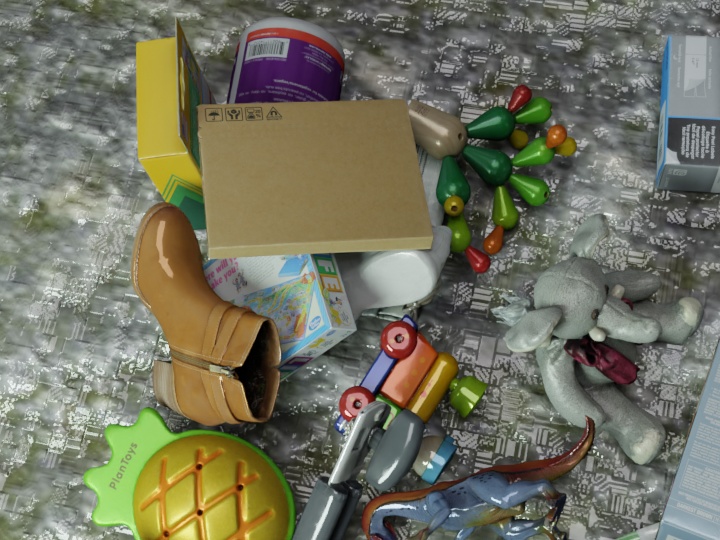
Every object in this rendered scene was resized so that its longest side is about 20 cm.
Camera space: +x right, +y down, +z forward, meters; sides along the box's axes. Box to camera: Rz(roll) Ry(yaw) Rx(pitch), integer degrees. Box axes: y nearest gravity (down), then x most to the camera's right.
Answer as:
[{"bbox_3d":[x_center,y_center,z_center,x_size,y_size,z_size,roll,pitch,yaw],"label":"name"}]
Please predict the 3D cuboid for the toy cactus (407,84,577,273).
[{"bbox_3d":[0.112,-0.111,1.193,0.164,0.102,0.201,32,76,4],"label":"toy cactus"}]

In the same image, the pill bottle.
[{"bbox_3d":[-0.080,-0.138,1.202,0.111,0.113,0.202,5,68,9],"label":"pill bottle"}]

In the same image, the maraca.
[{"bbox_3d":[-0.153,0.206,1.103,0.198,0.107,0.138,25,81,8],"label":"maraca"}]

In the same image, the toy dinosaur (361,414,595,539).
[{"bbox_3d":[0.095,0.214,1.089,0.180,0.106,0.201,12,49,30],"label":"toy dinosaur"}]

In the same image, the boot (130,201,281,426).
[{"bbox_3d":[-0.137,0.039,1.093,0.154,0.076,0.203,1,92,50],"label":"boot"}]

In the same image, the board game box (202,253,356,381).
[{"bbox_3d":[-0.097,0.038,1.140,0.199,0.034,0.136,-35,62,36],"label":"board game box"}]

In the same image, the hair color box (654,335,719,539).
[{"bbox_3d":[0.313,0.151,1.064,0.060,0.099,0.201,19,66,16],"label":"hair color box"}]

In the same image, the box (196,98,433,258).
[{"bbox_3d":[-0.044,-0.085,1.096,0.197,0.021,0.165,-3,56,-10],"label":"box"}]

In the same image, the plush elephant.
[{"bbox_3d":[0.210,0.047,1.097,0.198,0.155,0.166,26,74,15],"label":"plush elephant"}]

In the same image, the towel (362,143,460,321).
[{"bbox_3d":[-0.011,-0.056,1.229,0.190,0.035,0.202,12,72,11],"label":"towel"}]

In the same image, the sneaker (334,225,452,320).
[{"bbox_3d":[0.000,0.000,1.158,0.198,0.076,0.089,-10,27,32],"label":"sneaker"}]

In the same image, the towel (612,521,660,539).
[{"bbox_3d":[0.243,0.307,1.065,0.198,0.023,0.154,-19,67,0],"label":"towel"}]

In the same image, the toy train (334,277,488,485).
[{"bbox_3d":[0.071,0.089,1.137,0.115,0.085,0.201,33,81,6],"label":"toy train"}]

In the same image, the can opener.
[{"bbox_3d":[-0.014,0.204,1.069,0.066,0.052,0.202,34,106,28],"label":"can opener"}]

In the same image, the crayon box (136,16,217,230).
[{"bbox_3d":[-0.175,-0.137,1.190,0.051,0.200,0.127,-6,68,4],"label":"crayon box"}]

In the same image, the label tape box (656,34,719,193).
[{"bbox_3d":[0.395,-0.150,1.199,0.197,0.066,0.145,4,70,10],"label":"label tape box"}]
